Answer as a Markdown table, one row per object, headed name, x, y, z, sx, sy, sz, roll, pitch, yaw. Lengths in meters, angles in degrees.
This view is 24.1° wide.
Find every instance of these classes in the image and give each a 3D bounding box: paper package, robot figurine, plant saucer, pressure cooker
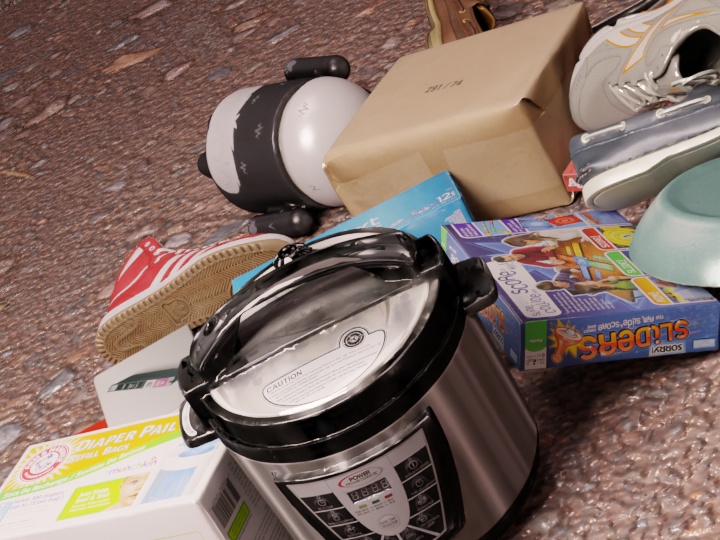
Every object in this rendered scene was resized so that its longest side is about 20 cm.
| name | x | y | z | sx | sy | sz | roll | pitch | yaw |
| --- | --- | --- | --- | --- | --- | --- | --- | --- | --- |
| paper package | 0.100 | -0.125 | 1.442 | 0.200 | 0.104 | 0.191 | -13 | 28 | 33 |
| robot figurine | -0.062 | -0.115 | 1.578 | 0.200 | 0.150 | 0.125 | -3 | 18 | 46 |
| plant saucer | 0.275 | -0.045 | 1.119 | 0.200 | 0.036 | 0.200 | -13 | 20 | 5 |
| pressure cooker | -0.004 | 0.072 | 1.017 | 0.179 | 0.200 | 0.176 | 8 | 50 | 43 |

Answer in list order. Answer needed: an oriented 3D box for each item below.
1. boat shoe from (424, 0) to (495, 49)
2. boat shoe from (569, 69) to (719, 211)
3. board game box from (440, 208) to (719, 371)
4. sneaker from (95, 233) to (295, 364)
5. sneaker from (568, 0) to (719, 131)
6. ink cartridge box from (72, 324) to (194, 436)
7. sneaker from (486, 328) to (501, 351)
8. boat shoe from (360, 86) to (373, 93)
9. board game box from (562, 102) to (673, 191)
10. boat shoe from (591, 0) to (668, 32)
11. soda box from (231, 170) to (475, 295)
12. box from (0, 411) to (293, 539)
| name | x | y | z | sx | sy | sz | roll | pitch | yaw |
| --- | --- | --- | --- | --- | --- | --- | --- | --- | --- |
| boat shoe | 0.107 | -0.247 | 1.726 | 0.067 | 0.072 | 0.200 | -17 | 32 | 13 |
| boat shoe | 0.245 | -0.106 | 1.200 | 0.200 | 0.075 | 0.062 | -25 | 67 | 22 |
| board game box | 0.143 | 0.008 | 1.145 | 0.135 | 0.035 | 0.200 | -5 | 21 | -10 |
| sneaker | -0.142 | 0.002 | 1.490 | 0.200 | 0.071 | 0.113 | -25 | 27 | 13 |
| sneaker | 0.230 | -0.156 | 1.290 | 0.200 | 0.076 | 0.092 | -39 | 25 | 42 |
| ink cartridge box | -0.185 | 0.133 | 1.312 | 0.173 | 0.044 | 0.200 | -29 | 24 | -4 |
| sneaker | -0.002 | 0.069 | 1.195 | 0.200 | 0.074 | 0.118 | -31 | 30 | -1 |
| boat shoe | -0.004 | -0.150 | 1.647 | 0.201 | 0.066 | 0.072 | -7 | 32 | 40 |
| board game box | 0.247 | -0.128 | 1.376 | 0.103 | 0.019 | 0.200 | -1 | 35 | 32 |
| boat shoe | 0.223 | -0.213 | 1.537 | 0.200 | 0.057 | 0.067 | -23 | 24 | 12 |
| soda box | 0.000 | 0.000 | 1.348 | 0.200 | 0.064 | 0.068 | -27 | 23 | 4 |
| box | -0.146 | 0.171 | 1.120 | 0.200 | 0.101 | 0.113 | -15 | 27 | 28 |
